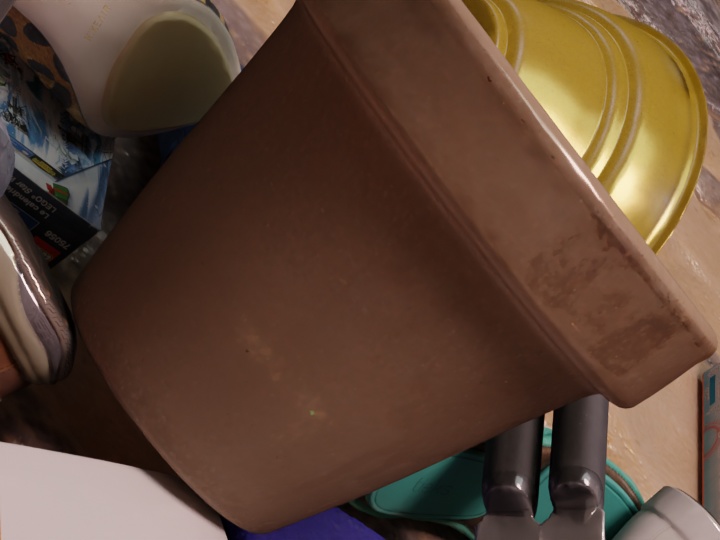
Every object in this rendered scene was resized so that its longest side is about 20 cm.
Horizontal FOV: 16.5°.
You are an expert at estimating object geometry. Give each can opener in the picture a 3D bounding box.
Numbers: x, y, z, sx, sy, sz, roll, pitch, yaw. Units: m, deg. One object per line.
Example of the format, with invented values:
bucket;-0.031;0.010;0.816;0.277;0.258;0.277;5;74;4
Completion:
can opener;0.077;0.095;1.011;0.067;0.053;0.200;72;20;-47

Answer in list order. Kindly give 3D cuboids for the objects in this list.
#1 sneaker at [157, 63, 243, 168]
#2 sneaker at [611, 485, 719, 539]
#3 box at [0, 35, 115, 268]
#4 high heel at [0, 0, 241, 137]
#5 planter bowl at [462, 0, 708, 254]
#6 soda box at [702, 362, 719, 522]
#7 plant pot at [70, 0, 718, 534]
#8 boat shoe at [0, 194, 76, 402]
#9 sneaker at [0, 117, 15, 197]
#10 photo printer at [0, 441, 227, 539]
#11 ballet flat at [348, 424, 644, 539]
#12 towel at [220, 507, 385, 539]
sneaker;-0.063;-0.019;1.012;0.078;0.066;0.200;-10;45;-17
sneaker;0.154;0.192;1.127;0.200;0.085;0.073;57;-15;-27
box;-0.155;-0.108;0.992;0.137;0.040;0.200;39;33;-27
high heel;-0.127;-0.126;0.957;0.143;0.071;0.200;52;16;29
planter bowl;0.035;-0.057;1.024;0.083;0.200;0.201;50;25;-40
soda box;0.221;0.120;1.287;0.068;0.064;0.200;42;32;-22
plant pot;0.000;0.000;0.868;0.200;0.175;0.200;51;5;-6
boat shoe;-0.170;-0.040;0.849;0.200;0.072;0.076;62;0;1
sneaker;-0.196;-0.071;0.786;0.200;0.078;0.086;21;14;7
photo printer;-0.092;0.155;0.775;0.166;0.069;0.200;17;45;-48
ballet flat;0.054;0.082;1.080;0.200;0.067;0.070;23;25;-47
towel;0.013;0.168;0.948;0.200;0.050;0.148;36;27;-30
